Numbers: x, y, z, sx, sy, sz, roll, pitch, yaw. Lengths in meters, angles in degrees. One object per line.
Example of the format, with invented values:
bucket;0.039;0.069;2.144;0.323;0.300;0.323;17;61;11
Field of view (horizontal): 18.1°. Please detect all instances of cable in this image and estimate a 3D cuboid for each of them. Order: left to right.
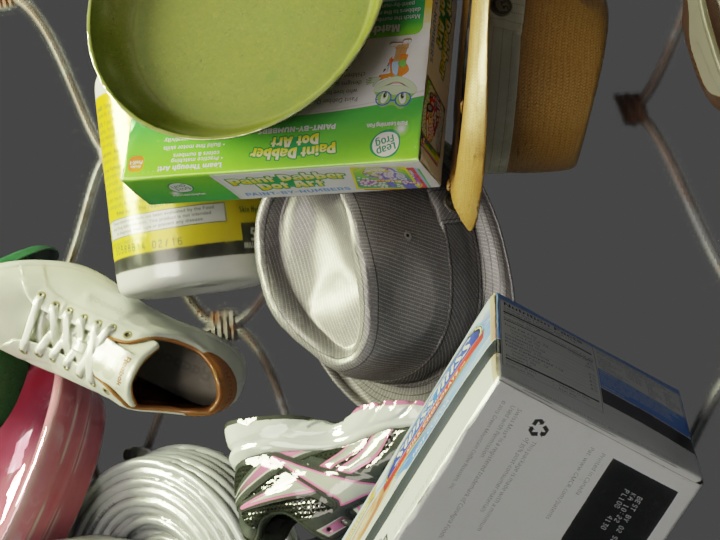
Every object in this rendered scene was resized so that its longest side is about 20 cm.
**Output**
cable;-0.120;0.219;1.538;0.200;0.069;0.201;-6;87;41

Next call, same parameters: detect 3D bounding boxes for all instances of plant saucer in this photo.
plant saucer;-0.234;0.151;1.595;0.201;0.051;0.201;-55;21;33
plant saucer;-0.071;-0.165;1.375;0.199;0.031;0.201;-9;65;19

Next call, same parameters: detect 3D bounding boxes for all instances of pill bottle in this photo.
pill bottle;-0.118;-0.086;1.499;0.111;0.111;0.201;-12;84;40

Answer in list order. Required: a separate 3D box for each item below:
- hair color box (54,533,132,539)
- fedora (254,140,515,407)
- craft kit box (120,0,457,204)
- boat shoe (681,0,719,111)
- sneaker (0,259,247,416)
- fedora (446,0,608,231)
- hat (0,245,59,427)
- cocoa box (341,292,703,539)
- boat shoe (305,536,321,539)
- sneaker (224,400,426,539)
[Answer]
hair color box;-0.134;0.214;1.440;0.200;0.099;0.061;4;93;40
fedora;0.000;0.000;1.412;0.177;0.090;0.201;-24;76;39
craft kit box;-0.040;-0.143;1.393;0.199;0.049;0.198;-2;66;22
boat shoe;0.204;-0.190;1.240;0.075;0.075;0.203;-25;86;52
sneaker;-0.173;0.045;1.504;0.199;0.085;0.073;17;100;1
fedora;0.098;-0.120;1.310;0.081;0.201;0.201;5;96;-1
hat;-0.259;0.107;1.606;0.200;0.166;0.176;-32;83;-2
cocoa box;0.083;0.141;1.278;0.133;0.131;0.200;28;109;-8
boat shoe;-0.020;0.269;1.453;0.072;0.068;0.201;6;95;41
sneaker;0.006;0.133;1.403;0.200;0.080;0.087;-10;73;35
